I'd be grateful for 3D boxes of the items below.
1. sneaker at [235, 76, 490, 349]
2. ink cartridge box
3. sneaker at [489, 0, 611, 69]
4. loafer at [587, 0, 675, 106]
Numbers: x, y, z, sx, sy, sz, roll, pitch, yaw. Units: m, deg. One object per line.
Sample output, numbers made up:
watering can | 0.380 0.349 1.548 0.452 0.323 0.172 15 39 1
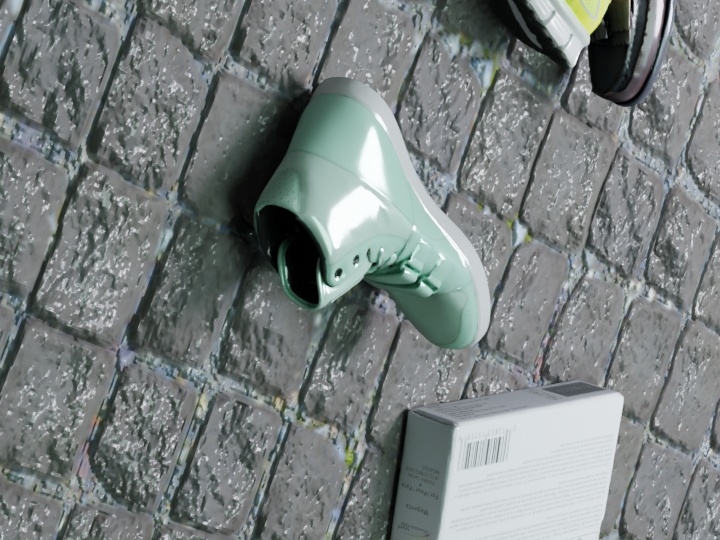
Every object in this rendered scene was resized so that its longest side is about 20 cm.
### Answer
sneaker | 0.000 0.000 1.662 0.118 0.074 0.201 -57 131 -32
ink cartridge box | 0.093 0.169 1.880 0.200 0.043 0.174 -6 108 -52
sneaker | 0.108 -0.207 1.717 0.090 0.078 0.200 -48 151 -7
loafer | 0.162 -0.207 1.821 0.063 0.072 0.201 7 92 -34
